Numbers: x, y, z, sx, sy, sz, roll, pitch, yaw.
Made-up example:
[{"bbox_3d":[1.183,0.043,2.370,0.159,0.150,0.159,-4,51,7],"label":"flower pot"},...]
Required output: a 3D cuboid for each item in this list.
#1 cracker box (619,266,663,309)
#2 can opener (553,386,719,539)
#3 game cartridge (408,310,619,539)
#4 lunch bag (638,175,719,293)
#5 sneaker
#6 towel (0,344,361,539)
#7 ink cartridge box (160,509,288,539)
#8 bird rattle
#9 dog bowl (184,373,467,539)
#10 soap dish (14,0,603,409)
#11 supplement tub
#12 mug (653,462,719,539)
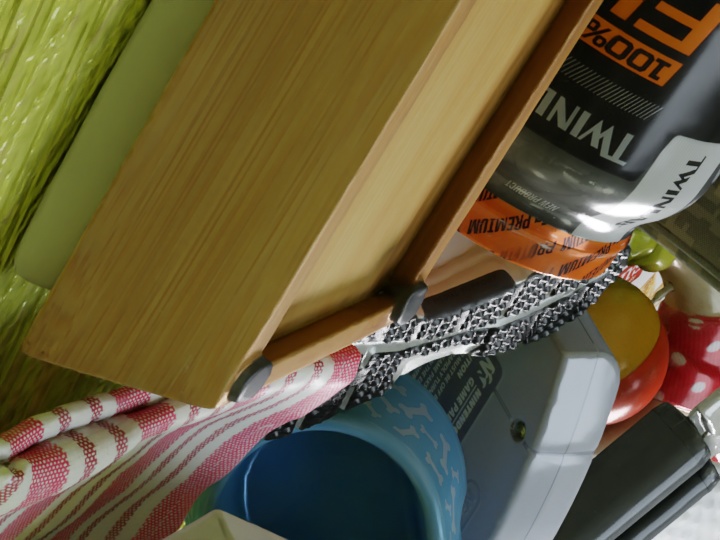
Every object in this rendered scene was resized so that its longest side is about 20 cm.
[{"bbox_3d":[0.097,0.019,1.407,0.134,0.058,0.201,-37,160,-40],"label":"cracker box"},{"bbox_3d":[0.133,0.086,1.214,0.199,0.067,0.053,-35,148,-3],"label":"can opener"},{"bbox_3d":[0.031,0.070,1.189,0.041,0.134,0.201,5,132,-31],"label":"game cartridge"},{"bbox_3d":[0.164,-0.068,1.106,0.140,0.200,0.168,-56,164,16],"label":"lunch bag"},{"bbox_3d":[0.000,0.000,1.058,0.199,0.080,0.074,-17,154,-36],"label":"sneaker"},{"bbox_3d":[-0.096,0.082,0.934,0.146,0.030,0.200,-43,166,31],"label":"towel"},{"bbox_3d":[-0.059,0.162,0.998,0.144,0.085,0.200,-29,159,9],"label":"ink cartridge box"},{"bbox_3d":[0.117,0.020,1.265,0.163,0.113,0.201,-36,134,-13],"label":"bird rattle"},{"bbox_3d":[-0.008,0.132,1.119,0.050,0.111,0.201,-82,165,-75],"label":"dog bowl"},{"bbox_3d":[-0.002,-0.057,0.865,0.201,0.081,0.157,-58,164,24],"label":"soap dish"},{"bbox_3d":[0.093,-0.103,0.958,0.201,0.122,0.122,-58,164,23],"label":"supplement tub"},{"bbox_3d":[0.141,0.103,1.625,0.175,0.148,0.200,-31,-173,-40],"label":"mug"}]
